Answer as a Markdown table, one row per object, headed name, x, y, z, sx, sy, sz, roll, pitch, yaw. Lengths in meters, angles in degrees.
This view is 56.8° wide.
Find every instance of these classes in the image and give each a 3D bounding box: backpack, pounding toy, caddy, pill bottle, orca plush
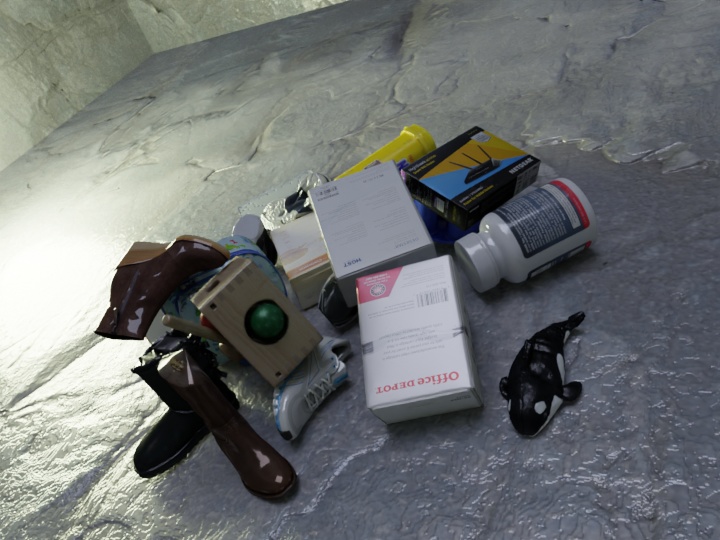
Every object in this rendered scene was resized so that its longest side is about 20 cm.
| name | x | y | z | sx | sy | sz | roll | pitch | yaw |
| --- | --- | --- | --- | --- | --- | --- | --- | --- | --- |
| backpack | -0.228 | 0.053 | 1.140 | 0.199 | 0.184 | 0.147 | -33 | 34 | -17 |
| pounding toy | -0.174 | 0.076 | 0.965 | 0.142 | 0.184 | 0.200 | -44 | 15 | -11 |
| caddy | 0.171 | -0.130 | 1.225 | 0.140 | 0.105 | 0.200 | 18 | 46 | 13 |
| pill bottle | 0.255 | -0.051 | 1.044 | 0.199 | 0.120 | 0.120 | -26 | 33 | -5 |
| orca plush | 0.240 | 0.115 | 0.867 | 0.105 | 0.071 | 0.200 | 16 | 50 | 44 |

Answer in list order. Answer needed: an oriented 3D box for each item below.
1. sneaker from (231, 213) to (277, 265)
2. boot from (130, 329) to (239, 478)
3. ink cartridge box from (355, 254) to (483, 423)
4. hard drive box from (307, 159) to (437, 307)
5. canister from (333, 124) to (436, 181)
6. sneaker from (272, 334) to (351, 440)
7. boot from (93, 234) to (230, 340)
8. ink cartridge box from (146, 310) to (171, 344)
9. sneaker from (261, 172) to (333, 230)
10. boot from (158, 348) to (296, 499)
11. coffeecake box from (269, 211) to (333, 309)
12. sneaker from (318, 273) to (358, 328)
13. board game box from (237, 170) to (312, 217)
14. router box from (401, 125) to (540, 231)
| name | x | y | z | sx | sy | sz | roll | pitch | yaw |
| --- | --- | --- | --- | --- | --- | --- | --- | --- | --- |
| sneaker | -0.218 | -0.002 | 1.311 | 0.075 | 0.114 | 0.201 | 13 | 81 | 20 |
| boot | -0.287 | 0.193 | 0.998 | 0.198 | 0.163 | 0.073 | -37 | 34 | -20 |
| ink cartridge box | 0.078 | 0.097 | 0.922 | 0.146 | 0.083 | 0.201 | -14 | 58 | 14 |
| hard drive box | 0.017 | -0.063 | 1.053 | 0.155 | 0.077 | 0.201 | -19 | 50 | 0 |
| canister | 0.059 | -0.170 | 1.307 | 0.199 | 0.149 | 0.086 | -35 | 40 | -14 |
| sneaker | -0.065 | 0.164 | 0.989 | 0.086 | 0.075 | 0.201 | -2 | 39 | 20 |
| boot | -0.303 | 0.032 | 1.022 | 0.199 | 0.072 | 0.167 | -1 | 60 | 23 |
| ink cartridge box | -0.382 | 0.039 | 1.342 | 0.145 | 0.085 | 0.200 | -28 | 32 | -7 |
| sneaker | -0.108 | -0.125 | 1.395 | 0.199 | 0.129 | 0.080 | -41 | 61 | 28 |
| boot | -0.182 | 0.200 | 0.888 | 0.064 | 0.201 | 0.186 | -42 | 37 | -25 |
| coffeecake box | -0.075 | -0.035 | 1.264 | 0.153 | 0.073 | 0.200 | -24 | 33 | -5 |
| sneaker | 0.000 | 0.000 | 1.111 | 0.201 | 0.080 | 0.086 | -57 | -2 | -16 |
| board game box | -0.171 | -0.143 | 1.517 | 0.199 | 0.026 | 0.200 | -28 | 34 | -6 |
| router box | 0.188 | -0.163 | 1.143 | 0.200 | 0.051 | 0.149 | -34 | 54 | -30 |
